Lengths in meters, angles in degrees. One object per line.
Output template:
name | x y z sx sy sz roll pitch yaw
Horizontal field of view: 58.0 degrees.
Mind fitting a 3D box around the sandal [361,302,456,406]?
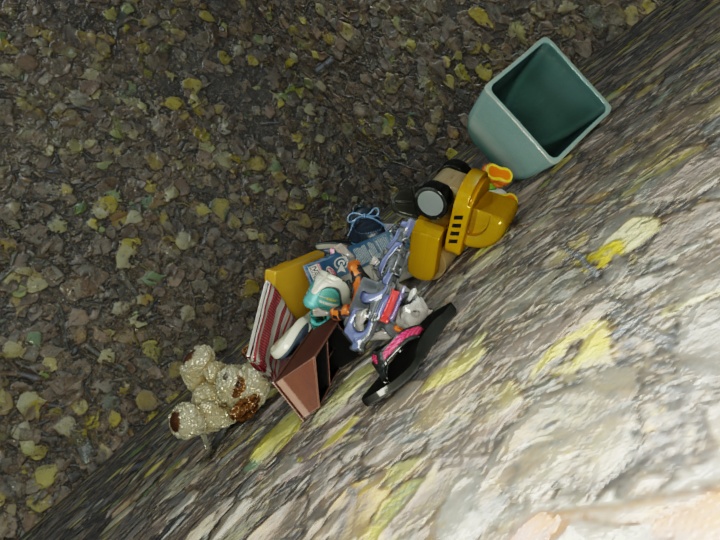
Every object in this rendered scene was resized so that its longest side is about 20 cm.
sandal | 0.050 0.090 0.779 0.075 0.045 0.200 -34 8 44

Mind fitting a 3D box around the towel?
towel | -0.152 0.120 1.160 0.200 0.023 0.144 73 -155 -65

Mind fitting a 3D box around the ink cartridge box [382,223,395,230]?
ink cartridge box | 0.024 -0.018 1.493 0.044 0.094 0.200 5 37 41

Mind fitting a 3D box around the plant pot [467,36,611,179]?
plant pot | 0.333 -0.299 1.311 0.196 0.196 0.200 -42 -2 -20

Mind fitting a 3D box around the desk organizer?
desk organizer | -0.053 0.134 0.982 0.077 0.072 0.200 -35 7 19

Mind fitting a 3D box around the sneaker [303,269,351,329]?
sneaker | -0.058 0.071 1.130 0.080 0.077 0.200 -53 -26 -18

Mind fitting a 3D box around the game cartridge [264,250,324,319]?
game cartridge | -0.135 0.062 1.305 0.032 0.177 0.200 12 16 23

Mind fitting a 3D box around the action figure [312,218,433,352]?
action figure | 0.031 0.023 0.945 0.193 0.105 0.200 26 85 45

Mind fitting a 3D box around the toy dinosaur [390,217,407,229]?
toy dinosaur | 0.066 -0.038 1.370 0.200 0.102 0.077 -32 9 43

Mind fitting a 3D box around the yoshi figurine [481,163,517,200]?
yoshi figurine | 0.194 -0.120 1.198 0.112 0.112 0.200 -49 6 -24

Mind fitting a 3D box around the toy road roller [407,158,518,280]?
toy road roller | 0.166 -0.070 1.057 0.123 0.146 0.200 -46 -29 -46

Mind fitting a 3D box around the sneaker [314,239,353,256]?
sneaker | -0.017 -0.021 1.356 0.070 0.082 0.200 -11 11 -40

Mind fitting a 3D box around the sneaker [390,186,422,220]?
sneaker | 0.149 -0.118 1.358 0.200 0.076 0.115 -1 -20 -15

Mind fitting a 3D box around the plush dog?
plush dog | -0.242 0.234 1.223 0.171 0.161 0.200 -24 39 22

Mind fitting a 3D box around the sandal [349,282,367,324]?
sandal | 0.022 0.052 1.115 0.054 0.082 0.200 -21 1 -5

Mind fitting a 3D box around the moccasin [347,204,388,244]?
moccasin | 0.003 -0.096 1.327 0.080 0.068 0.200 -10 15 -11

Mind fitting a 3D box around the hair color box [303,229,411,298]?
hair color box | 0.000 0.000 1.231 0.200 0.061 0.100 -23 -34 -7

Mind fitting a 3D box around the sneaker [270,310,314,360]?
sneaker | -0.092 0.130 1.147 0.075 0.085 0.200 -44 -1 16
